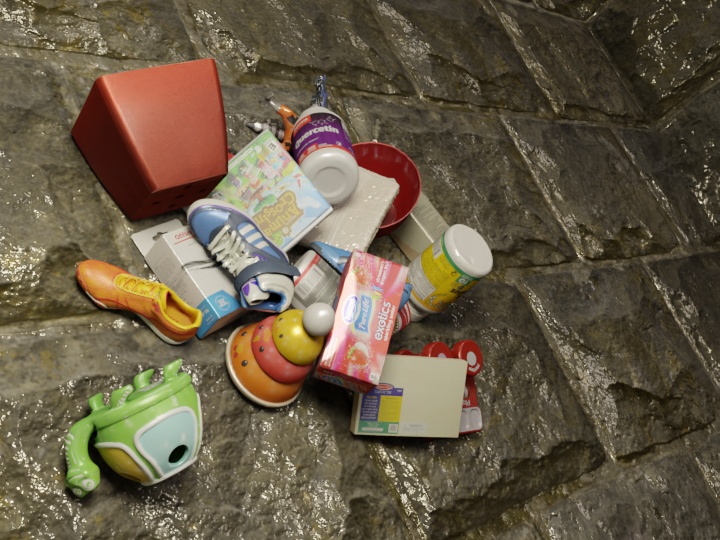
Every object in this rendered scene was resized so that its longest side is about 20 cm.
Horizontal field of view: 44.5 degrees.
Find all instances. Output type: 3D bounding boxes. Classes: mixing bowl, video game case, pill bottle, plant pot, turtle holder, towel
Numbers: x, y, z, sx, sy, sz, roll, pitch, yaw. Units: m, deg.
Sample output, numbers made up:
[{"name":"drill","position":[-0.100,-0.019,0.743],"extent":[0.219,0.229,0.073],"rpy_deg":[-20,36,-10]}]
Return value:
[{"name":"mixing bowl","position":[0.020,-0.139,1.724],"extent":[0.196,0.109,0.203],"rpy_deg":[-1,61,1]},{"name":"video game case","position":[-0.176,-0.108,1.495],"extent":[0.183,0.199,0.022],"rpy_deg":[50,-5,2]},{"name":"pill bottle","position":[-0.050,0.073,1.505],"extent":[0.200,0.114,0.114],"rpy_deg":[43,38,-8]},{"name":"plant pot","position":[-0.316,-0.196,1.391],"extent":[0.198,0.199,0.179],"rpy_deg":[-19,83,-34]},{"name":"pill bottle","position":[0.150,0.012,1.682],"extent":[0.112,0.200,0.114],"rpy_deg":[25,43,-26]},{"name":"turtle holder","position":[-0.285,0.210,1.140],"extent":[0.185,0.139,0.134],"rpy_deg":[-29,97,-61]},{"name":"pill bottle","position":[-0.069,-0.218,1.611],"extent":[0.111,0.113,0.201],"rpy_deg":[24,30,-28]},{"name":"towel","position":[-0.020,-0.108,1.624],"extent":[0.131,0.035,0.202],"rpy_deg":[20,62,13]}]

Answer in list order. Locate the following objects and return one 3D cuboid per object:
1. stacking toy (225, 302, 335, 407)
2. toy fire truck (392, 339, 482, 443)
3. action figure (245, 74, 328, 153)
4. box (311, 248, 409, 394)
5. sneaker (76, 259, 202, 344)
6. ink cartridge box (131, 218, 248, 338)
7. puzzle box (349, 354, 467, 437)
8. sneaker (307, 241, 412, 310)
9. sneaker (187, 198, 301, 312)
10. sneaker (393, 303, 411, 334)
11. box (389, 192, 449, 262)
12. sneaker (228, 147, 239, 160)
[{"name":"stacking toy","position":[-0.105,0.106,1.352],"extent":[0.145,0.200,0.148],"rpy_deg":[26,42,-26]},{"name":"toy fire truck","position":[0.142,0.220,1.589],"extent":[0.198,0.111,0.171],"rpy_deg":[1,76,-43]},{"name":"action figure","position":[-0.123,-0.294,1.756],"extent":[0.192,0.104,0.204],"rpy_deg":[14,74,-43]},{"name":"box","position":[0.000,0.083,1.400],"extent":[0.098,0.096,0.203],"rpy_deg":[18,70,-5]},{"name":"sneaker","position":[-0.323,0.034,1.300],"extent":[0.198,0.077,0.074],"rpy_deg":[29,43,-21]},{"name":"ink cartridge box","position":[-0.260,-0.007,1.402],"extent":[0.201,0.068,0.116],"rpy_deg":[53,37,6]},{"name":"puzzle box","position":[0.083,0.211,1.486],"extent":[0.197,0.025,0.136],"rpy_deg":[6,94,-22]},{"name":"sneaker","position":[0.000,0.000,1.541],"extent":[0.199,0.066,0.079],"rpy_deg":[34,68,10]},{"name":"sneaker","position":[-0.181,-0.014,1.346],"extent":[0.199,0.080,0.147],"rpy_deg":[38,21,-27]},{"name":"sneaker","position":[0.009,0.045,1.624],"extent":[0.200,0.072,0.112],"rpy_deg":[42,17,17]},{"name":"box","position":[0.119,-0.088,1.836],"extent":[0.201,0.078,0.095],"rpy_deg":[52,38,4]},{"name":"sneaker","position":[-0.211,-0.148,1.565],"extent":[0.197,0.096,0.080],"rpy_deg":[21,50,6]}]
